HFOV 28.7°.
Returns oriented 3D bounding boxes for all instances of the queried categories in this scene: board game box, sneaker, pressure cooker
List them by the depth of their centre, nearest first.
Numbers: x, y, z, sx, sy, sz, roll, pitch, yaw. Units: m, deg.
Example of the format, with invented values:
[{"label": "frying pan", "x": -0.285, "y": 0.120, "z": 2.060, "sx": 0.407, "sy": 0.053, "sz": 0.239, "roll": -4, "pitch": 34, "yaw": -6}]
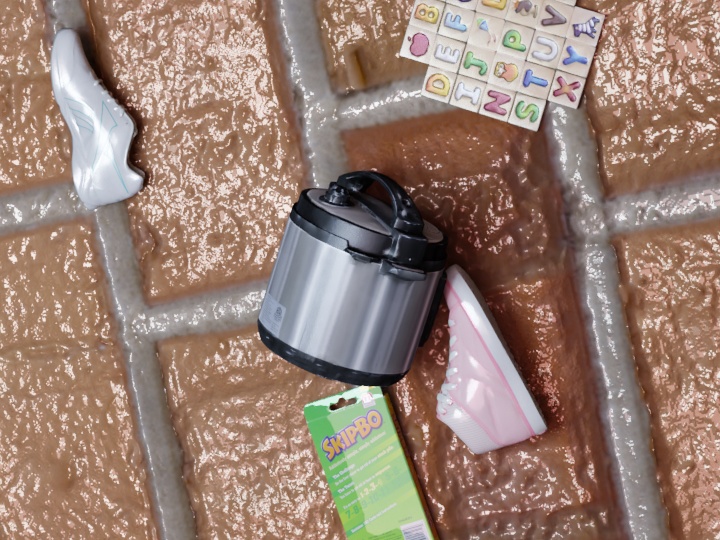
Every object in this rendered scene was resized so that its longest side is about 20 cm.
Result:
[{"label": "pressure cooker", "x": -0.002, "y": 0.000, "z": 1.446, "sx": 0.175, "sy": 0.178, "sz": 0.202, "roll": 21, "pitch": 103, "yaw": 17}, {"label": "sneaker", "x": 0.110, "y": 0.102, "z": 1.484, "sx": 0.104, "sy": 0.075, "sz": 0.201, "roll": -27, "pitch": 94, "yaw": 10}, {"label": "board game box", "x": 0.012, "y": 0.228, "z": 1.550, "sx": 0.095, "sy": 0.030, "sz": 0.202, "roll": -19, "pitch": 94, "yaw": 15}, {"label": "sneaker", "x": -0.290, "y": -0.173, "z": 1.563, "sx": 0.079, "sy": 0.070, "sz": 0.202, "roll": -12, "pitch": 100, "yaw": 6}]

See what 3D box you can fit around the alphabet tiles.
[{"label": "alphabet tiles", "x": 0.146, "y": -0.245, "z": 1.469, "sx": 0.198, "sy": 0.006, "sz": 0.168, "roll": 19, "pitch": 101, "yaw": 12}]
